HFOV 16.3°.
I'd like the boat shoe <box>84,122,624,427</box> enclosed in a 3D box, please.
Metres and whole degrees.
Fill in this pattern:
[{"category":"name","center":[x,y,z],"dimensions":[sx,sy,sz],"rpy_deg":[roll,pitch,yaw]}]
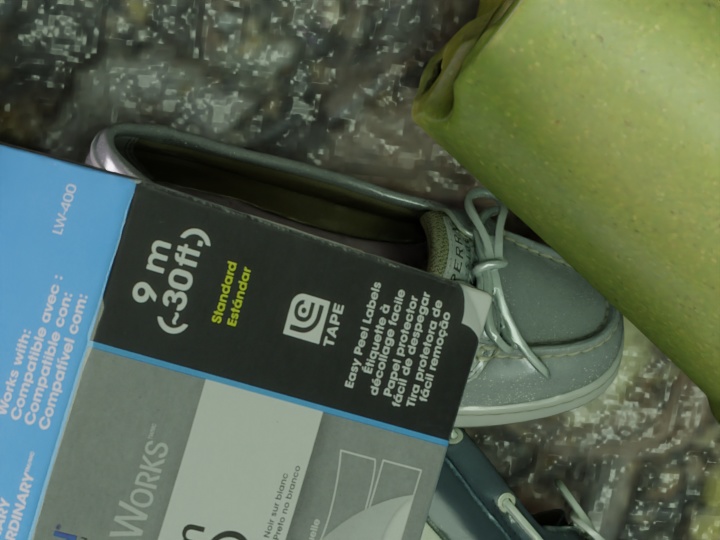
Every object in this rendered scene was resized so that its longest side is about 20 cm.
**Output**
[{"category":"boat shoe","center":[-0.001,-0.001,0.857],"dimensions":[0.202,0.075,0.065],"rpy_deg":[16,140,-9]}]

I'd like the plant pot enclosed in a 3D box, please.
[{"category":"plant pot","center":[0.126,-0.052,0.826],"dimensions":[0.184,0.200,0.200],"rpy_deg":[35,98,-7]}]

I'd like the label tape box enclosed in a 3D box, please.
[{"category":"label tape box","center":[-0.073,0.047,0.753],"dimensions":[0.200,0.063,0.144],"rpy_deg":[17,88,-33]}]

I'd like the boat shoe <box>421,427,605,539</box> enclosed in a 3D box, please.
[{"category":"boat shoe","center":[0.053,0.104,0.907],"dimensions":[0.200,0.075,0.062],"rpy_deg":[44,74,-6]}]
